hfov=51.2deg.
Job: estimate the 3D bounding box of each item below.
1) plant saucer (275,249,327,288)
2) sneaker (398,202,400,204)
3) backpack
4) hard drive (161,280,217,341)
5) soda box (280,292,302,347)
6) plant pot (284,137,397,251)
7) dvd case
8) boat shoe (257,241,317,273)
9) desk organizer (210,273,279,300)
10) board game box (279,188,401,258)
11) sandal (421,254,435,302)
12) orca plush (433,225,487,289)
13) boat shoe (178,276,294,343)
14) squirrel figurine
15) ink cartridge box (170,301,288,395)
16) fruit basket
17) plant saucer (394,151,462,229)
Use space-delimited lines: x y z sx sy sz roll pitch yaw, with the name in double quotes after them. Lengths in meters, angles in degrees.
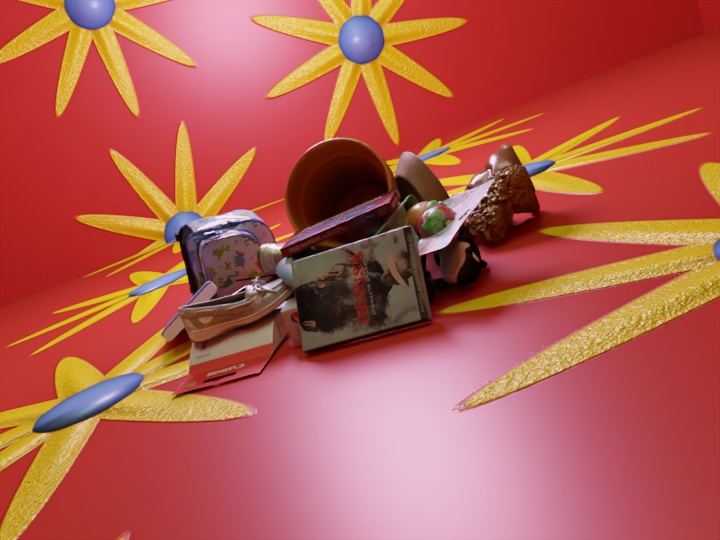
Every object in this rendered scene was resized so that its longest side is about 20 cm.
-0.039 0.006 1.231 0.199 0.028 0.200 13 18 -4 "plant saucer"
0.158 -0.098 1.499 0.199 0.080 0.078 4 8 -7 "sneaker"
-0.282 -0.030 1.660 0.199 0.184 0.147 -20 28 -24 "backpack"
-0.335 0.075 1.477 0.132 0.025 0.200 -48 9 -8 "hard drive"
-0.072 0.054 1.246 0.068 0.064 0.200 -18 14 11 "soda box"
-0.014 -0.122 1.390 0.199 0.201 0.183 -17 -13 15 "plant pot"
-0.003 0.028 1.101 0.199 0.147 0.022 -15 -21 17 "dvd case"
-0.106 -0.026 1.424 0.066 0.074 0.200 -2 7 37 "boat shoe"
-0.184 0.057 1.392 0.199 0.072 0.077 -8 20 44 "desk organizer"
-0.031 -0.079 1.237 0.199 0.020 0.103 -22 12 15 "board game box"
0.084 0.018 1.222 0.075 0.045 0.200 -24 27 8 "sandal"
0.164 -0.009 1.202 0.200 0.071 0.106 180 113 -79 "orca plush"
-0.200 0.053 1.233 0.201 0.065 0.074 -23 13 9 "boat shoe"
0.221 -0.125 1.369 0.186 0.142 0.200 -25 10 10 "squirrel figurine"
-0.208 0.123 1.218 0.160 0.050 0.200 -17 12 17 "ink cartridge box"
0.098 -0.071 1.183 0.200 0.094 0.185 -27 18 49 "fruit basket"
0.113 -0.117 1.353 0.035 0.201 0.200 -31 15 -11 "plant saucer"
